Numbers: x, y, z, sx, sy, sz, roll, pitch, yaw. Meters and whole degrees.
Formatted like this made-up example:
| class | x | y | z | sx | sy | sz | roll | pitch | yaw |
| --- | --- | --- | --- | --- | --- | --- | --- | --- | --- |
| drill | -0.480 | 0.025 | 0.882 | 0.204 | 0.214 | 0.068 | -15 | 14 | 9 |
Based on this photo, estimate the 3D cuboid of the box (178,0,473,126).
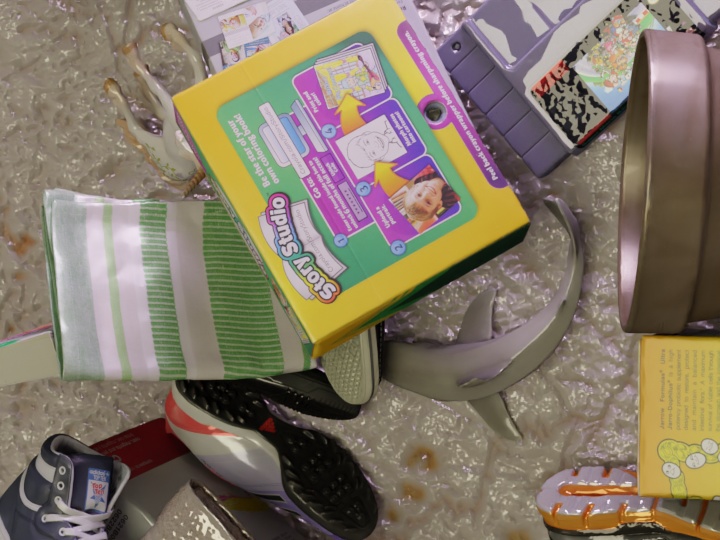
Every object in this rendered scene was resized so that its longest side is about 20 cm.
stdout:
| class | x | y | z | sx | sy | sz | roll | pitch | yaw |
| --- | --- | --- | --- | --- | --- | --- | --- | --- | --- |
| box | -0.025 | -0.147 | 1.305 | 0.156 | 0.041 | 0.200 | -25 | 78 | -5 |

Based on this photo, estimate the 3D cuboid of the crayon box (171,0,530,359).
| class | x | y | z | sx | sy | sz | roll | pitch | yaw |
| --- | --- | --- | --- | --- | --- | --- | --- | --- | --- |
| crayon box | -0.008 | -0.069 | 1.237 | 0.172 | 0.058 | 0.200 | -29 | 79 | -7 |

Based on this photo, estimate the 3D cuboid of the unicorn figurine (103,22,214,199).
| class | x | y | z | sx | sy | sz | roll | pitch | yaw |
| --- | --- | --- | --- | --- | --- | --- | --- | --- | --- |
| unicorn figurine | -0.136 | -0.111 | 1.353 | 0.074 | 0.200 | 0.137 | -32 | 84 | -8 |

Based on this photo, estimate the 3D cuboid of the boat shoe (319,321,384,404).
| class | x | y | z | sx | sy | sz | roll | pitch | yaw |
| --- | --- | --- | --- | --- | --- | --- | --- | --- | --- |
| boat shoe | 0.000 | 0.000 | 1.343 | 0.075 | 0.062 | 0.200 | -9 | 86 | 56 |

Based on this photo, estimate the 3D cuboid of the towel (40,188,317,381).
| class | x | y | z | sx | sy | sz | roll | pitch | yaw |
| --- | --- | --- | --- | --- | --- | --- | --- | --- | --- |
| towel | -0.134 | 0.010 | 1.327 | 0.023 | 0.200 | 0.153 | -45 | 50 | 52 |

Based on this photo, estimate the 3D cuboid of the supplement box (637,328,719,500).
| class | x | y | z | sx | sy | sz | roll | pitch | yaw |
| --- | --- | --- | --- | --- | --- | --- | --- | --- | --- |
| supplement box | 0.292 | 0.096 | 1.189 | 0.200 | 0.109 | 0.110 | 1 | 91 | 19 |

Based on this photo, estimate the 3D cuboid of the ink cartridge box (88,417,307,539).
| class | x | y | z | sx | sy | sz | roll | pitch | yaw |
| --- | --- | --- | --- | --- | --- | --- | --- | --- | --- |
| ink cartridge box | -0.150 | 0.244 | 1.408 | 0.200 | 0.145 | 0.145 | 38 | 109 | 14 |

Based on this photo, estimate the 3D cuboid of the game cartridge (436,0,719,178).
| class | x | y | z | sx | sy | sz | roll | pitch | yaw |
| --- | --- | --- | --- | --- | --- | --- | --- | --- | --- |
| game cartridge | 0.162 | -0.175 | 1.270 | 0.200 | 0.038 | 0.130 | -44 | 75 | 23 |

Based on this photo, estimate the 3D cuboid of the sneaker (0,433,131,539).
| class | x | y | z | sx | sy | sz | roll | pitch | yaw |
| --- | --- | --- | --- | --- | --- | --- | --- | --- | --- |
| sneaker | -0.198 | 0.205 | 1.283 | 0.109 | 0.070 | 0.200 | -53 | 51 | 17 |

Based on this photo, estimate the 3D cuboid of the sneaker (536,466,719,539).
| class | x | y | z | sx | sy | sz | roll | pitch | yaw |
| --- | --- | --- | --- | --- | --- | --- | --- | --- | --- |
| sneaker | 0.228 | 0.187 | 1.274 | 0.200 | 0.078 | 0.077 | 2 | 119 | 24 |

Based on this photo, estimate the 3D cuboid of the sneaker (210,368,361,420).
| class | x | y | z | sx | sy | sz | roll | pitch | yaw |
| --- | --- | --- | --- | --- | --- | --- | --- | --- | --- |
| sneaker | -0.083 | 0.040 | 1.388 | 0.200 | 0.060 | 0.104 | 18 | 71 | -5 |

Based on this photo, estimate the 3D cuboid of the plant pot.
| class | x | y | z | sx | sy | sz | roll | pitch | yaw |
| --- | --- | --- | --- | --- | --- | --- | --- | --- | --- |
| plant pot | 0.262 | -0.053 | 1.164 | 0.173 | 0.200 | 0.200 | 4 | 100 | 5 |

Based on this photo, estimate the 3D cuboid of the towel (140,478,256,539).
| class | x | y | z | sx | sy | sz | roll | pitch | yaw |
| --- | --- | --- | --- | --- | --- | --- | --- | --- | --- |
| towel | -0.099 | 0.266 | 1.292 | 0.200 | 0.034 | 0.133 | 47 | 108 | 11 |

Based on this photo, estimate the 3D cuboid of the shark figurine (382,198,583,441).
| class | x | y | z | sx | sy | sz | roll | pitch | yaw |
| --- | --- | --- | --- | --- | --- | --- | --- | --- | --- |
| shark figurine | 0.105 | 0.051 | 1.298 | 0.214 | 0.089 | 0.128 | -41 | 81 | 25 |

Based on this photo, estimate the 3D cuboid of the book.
| class | x | y | z | sx | sy | sz | roll | pitch | yaw |
| --- | --- | --- | --- | --- | --- | --- | --- | --- | --- |
| book | -0.234 | 0.059 | 1.389 | 0.133 | 0.200 | 0.048 | -14 | 94 | 25 |

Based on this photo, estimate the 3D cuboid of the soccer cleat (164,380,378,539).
| class | x | y | z | sx | sy | sz | roll | pitch | yaw |
| --- | --- | --- | --- | --- | --- | --- | --- | --- | --- |
| soccer cleat | -0.072 | 0.153 | 1.413 | 0.200 | 0.068 | 0.073 | 36 | 134 | 12 |
